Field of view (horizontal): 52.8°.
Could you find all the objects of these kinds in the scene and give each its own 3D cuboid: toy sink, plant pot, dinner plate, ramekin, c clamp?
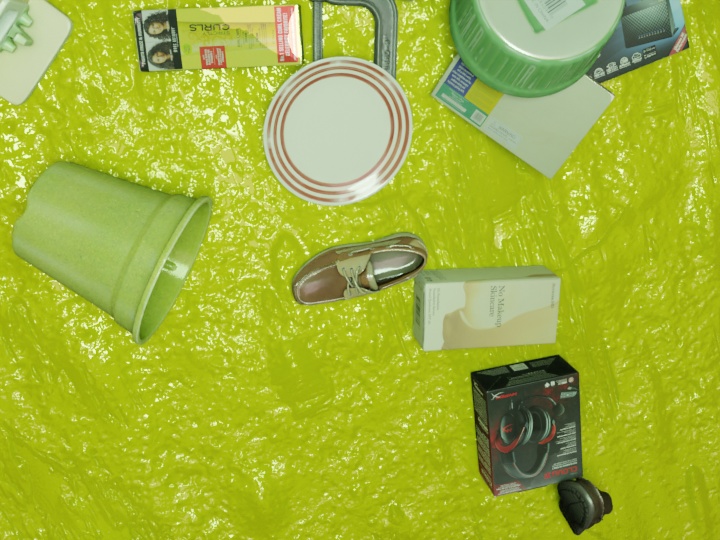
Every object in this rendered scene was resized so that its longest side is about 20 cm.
[{"bbox_3d":[-0.454,-0.292,0.818,0.200,0.112,0.131,36,98,-17],"label":"toy sink"},{"bbox_3d":[-0.307,-0.039,0.890,0.183,0.200,0.201,26,101,-3],"label":"plant pot"},{"bbox_3d":[-0.029,-0.181,0.951,0.198,0.024,0.201,-7,122,-11],"label":"dinner plate"},{"bbox_3d":[0.210,-0.315,0.854,0.198,0.098,0.202,0,88,-2],"label":"ramekin"},{"bbox_3d":[-0.032,-0.293,0.937,0.169,0.027,0.202,-8,106,-12],"label":"c clamp"}]

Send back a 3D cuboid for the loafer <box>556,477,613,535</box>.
[{"bbox_3d":[0.350,0.354,1.122,0.071,0.073,0.200,-28,154,-3],"label":"loafer"}]

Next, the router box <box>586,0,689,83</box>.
[{"bbox_3d":[0.319,-0.333,0.960,0.199,0.062,0.151,-22,108,-2],"label":"router box"}]

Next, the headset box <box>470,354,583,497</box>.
[{"bbox_3d":[0.256,0.246,1.111,0.147,0.075,0.202,-9,107,-8],"label":"headset box"}]

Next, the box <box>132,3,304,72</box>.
[{"bbox_3d":[-0.170,-0.283,0.886,0.198,0.050,0.076,-2,108,-1],"label":"box"}]

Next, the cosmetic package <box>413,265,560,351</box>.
[{"bbox_3d":[0.179,0.053,1.044,0.198,0.071,0.106,-4,106,-8],"label":"cosmetic package"}]

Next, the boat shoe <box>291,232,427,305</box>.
[{"bbox_3d":[0.000,0.000,0.999,0.199,0.072,0.076,-22,108,-3],"label":"boat shoe"}]

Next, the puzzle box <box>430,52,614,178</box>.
[{"bbox_3d":[0.208,-0.230,0.945,0.199,0.025,0.133,35,117,-1],"label":"puzzle box"}]
